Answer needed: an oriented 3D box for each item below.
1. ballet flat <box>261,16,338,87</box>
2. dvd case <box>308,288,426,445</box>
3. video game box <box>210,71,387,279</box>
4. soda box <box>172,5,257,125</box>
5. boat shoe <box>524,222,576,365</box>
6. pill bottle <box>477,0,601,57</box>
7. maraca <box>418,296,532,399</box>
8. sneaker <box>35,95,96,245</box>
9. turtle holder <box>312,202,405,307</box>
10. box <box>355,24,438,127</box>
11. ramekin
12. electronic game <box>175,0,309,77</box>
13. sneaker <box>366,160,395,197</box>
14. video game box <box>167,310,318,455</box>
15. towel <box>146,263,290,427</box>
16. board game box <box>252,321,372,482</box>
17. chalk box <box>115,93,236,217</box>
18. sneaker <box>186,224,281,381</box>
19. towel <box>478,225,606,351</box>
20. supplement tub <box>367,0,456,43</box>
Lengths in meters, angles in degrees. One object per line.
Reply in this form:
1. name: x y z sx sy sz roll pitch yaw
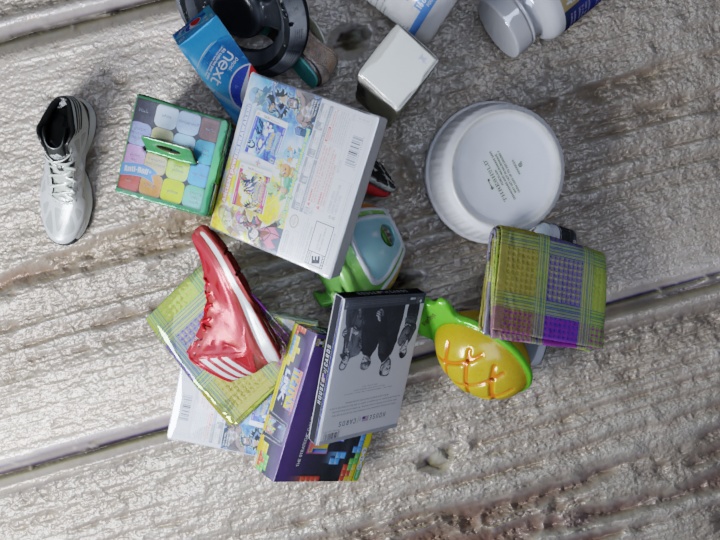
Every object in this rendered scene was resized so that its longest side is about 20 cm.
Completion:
1. ballet flat: -0.106 -0.344 1.032 0.200 0.068 0.067 47 71 -11
2. dvd case: 0.010 0.125 0.995 0.148 0.025 0.205 -2 111 -41
3. video game box: -0.079 -0.117 0.924 0.178 0.047 0.205 22 101 14
4. soda box: -0.159 -0.239 0.986 0.064 0.068 0.201 -37 124 0
5. boat shoe: 0.272 0.037 1.073 0.066 0.073 0.205 11 82 -21
6. pill bottle: 0.262 -0.389 1.014 0.199 0.120 0.121 -39 95 1
7. maraca: 0.152 0.105 1.046 0.198 0.138 0.108 36 59 2
8. sneaker: -0.407 -0.134 0.999 0.073 0.115 0.207 6 94 -4
9. turtle holder: -0.001 -0.007 1.017 0.130 0.142 0.188 -29 73 -15
10. box: 0.042 -0.246 0.971 0.068 0.200 0.083 40 92 -4
11. ramekin: 0.192 -0.138 1.041 0.196 0.094 0.209 0 94 -4
12. electronic game: -0.157 -0.344 0.975 0.197 0.201 0.042 33 50 -4
13. sneaker: -0.044 -0.132 1.032 0.196 0.078 0.086 13 127 -29
14. video game box: -0.165 0.152 1.062 0.177 0.047 0.206 13 93 -1
15. towel: -0.181 0.097 1.017 0.143 0.023 0.201 -41 94 1
16. board game box: -0.044 0.185 1.029 0.163 0.056 0.205 13 95 -46
17. chalk box: -0.232 -0.143 0.965 0.122 0.200 0.127 15 95 -3
18. sneaker: -0.193 0.053 0.965 0.114 0.078 0.203 -29 93 -2
19. towel: 0.248 0.026 1.003 0.195 0.023 0.148 9 81 -23
20. supplement tub: 0.047 -0.414 0.994 0.198 0.132 0.133 35 92 -6
